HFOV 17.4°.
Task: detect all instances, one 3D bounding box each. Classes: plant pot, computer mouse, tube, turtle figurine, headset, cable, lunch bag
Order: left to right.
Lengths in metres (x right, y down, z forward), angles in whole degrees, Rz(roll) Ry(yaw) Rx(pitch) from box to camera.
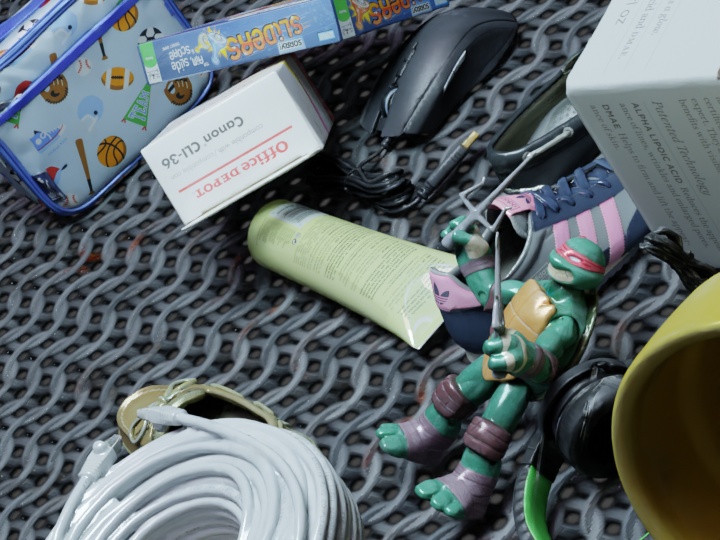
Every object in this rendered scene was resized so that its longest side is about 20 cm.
[{"bbox_3d":[-0.226,-0.150,1.874,0.200,0.160,0.076,-45,34,-14],"label":"lunch bag"},{"bbox_3d":[-0.094,0.168,1.271,0.200,0.069,0.200,3,49,41],"label":"cable"},{"bbox_3d":[0.000,0.000,1.598,0.200,0.052,0.058,21,104,48],"label":"tube"},{"bbox_3d":[0.050,-0.126,1.701,0.200,0.046,0.140,-45,33,-13],"label":"computer mouse"},{"bbox_3d":[0.087,0.040,1.384,0.200,0.101,0.150,-62,16,14],"label":"turtle figurine"},{"bbox_3d":[0.151,0.079,1.320,0.123,0.094,0.200,9,65,46],"label":"headset"},{"bbox_3d":[0.256,0.056,1.182,0.201,0.201,0.189,-2,32,40],"label":"plant pot"}]

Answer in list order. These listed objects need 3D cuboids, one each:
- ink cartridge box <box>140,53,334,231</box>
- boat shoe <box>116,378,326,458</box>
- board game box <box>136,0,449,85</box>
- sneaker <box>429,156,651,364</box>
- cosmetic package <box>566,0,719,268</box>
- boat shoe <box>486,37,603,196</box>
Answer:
[{"bbox_3d":[-0.088,-0.095,1.699,0.116,0.068,0.200,-31,8,7],"label":"ink cartridge box"},{"bbox_3d":[-0.101,0.104,1.540,0.073,0.063,0.201,-47,35,-17],"label":"boat shoe"},{"bbox_3d":[-0.052,-0.184,1.765,0.200,0.035,0.135,-8,11,42],"label":"board game box"},{"bbox_3d":[0.125,-0.030,1.486,0.200,0.082,0.070,-47,33,-17],"label":"sneaker"},{"bbox_3d":[0.263,-0.113,1.389,0.200,0.165,0.165,-2,48,40],"label":"cosmetic package"},{"bbox_3d":[0.165,-0.123,1.583,0.200,0.060,0.076,-49,36,-19],"label":"boat shoe"}]
